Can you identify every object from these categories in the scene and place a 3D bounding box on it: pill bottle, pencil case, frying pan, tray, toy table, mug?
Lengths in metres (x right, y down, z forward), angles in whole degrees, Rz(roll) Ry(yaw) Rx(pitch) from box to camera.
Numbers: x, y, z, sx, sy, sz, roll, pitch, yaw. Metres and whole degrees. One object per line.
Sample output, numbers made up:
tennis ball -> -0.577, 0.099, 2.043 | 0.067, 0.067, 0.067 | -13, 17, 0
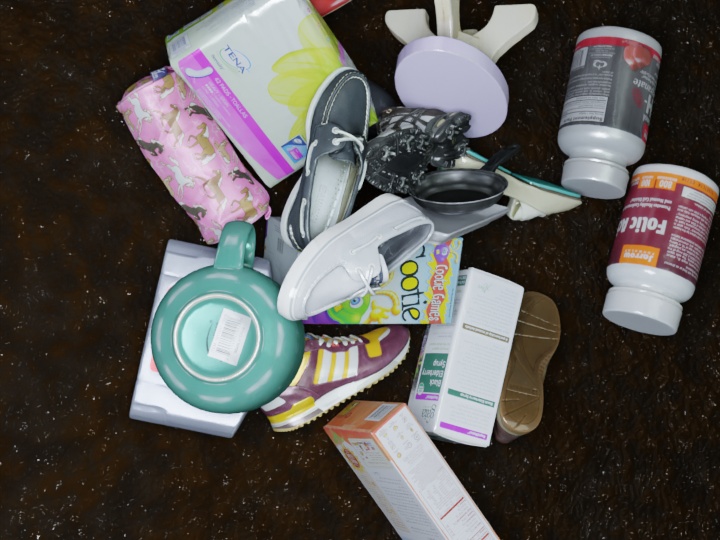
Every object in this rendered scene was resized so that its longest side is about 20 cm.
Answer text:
pill bottle -> 0.312, -0.198, 1.538 | 0.111, 0.111, 0.200 | 16, 80, -23
pill bottle -> 0.382, -0.026, 1.556 | 0.114, 0.114, 0.200 | 22, 77, -22
pencil case -> -0.180, -0.126, 1.323 | 0.200, 0.086, 0.083 | 58, 37, -10
frying pan -> 0.119, -0.105, 1.405 | 0.115, 0.190, 0.031 | 2, 114, 14
tray -> 0.090, -0.060, 1.384 | 0.200, 0.107, 0.022 | -22, 125, -61
toy table -> 0.112, -0.255, 1.427 | 0.184, 0.200, 0.117 | 6, 70, 9
mug -> -0.144, 0.056, 1.235 | 0.152, 0.114, 0.185 | -28, 85, 1

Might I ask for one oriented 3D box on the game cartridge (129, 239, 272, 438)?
game cartridge -> -0.165, 0.075, 1.316 | 0.133, 0.041, 0.200 | 12, 81, -7

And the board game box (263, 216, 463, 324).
board game box -> 0.000, 0.000, 1.371 | 0.200, 0.105, 0.103 | 1, 103, -24

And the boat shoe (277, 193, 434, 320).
boat shoe -> 0.000, -0.006, 1.220 | 0.200, 0.068, 0.072 | -35, 141, -41

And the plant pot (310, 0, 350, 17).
plant pot -> -0.063, -0.377, 1.332 | 0.200, 0.200, 0.183 | -37, 106, -22

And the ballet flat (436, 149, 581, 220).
ballet flat -> 0.180, -0.098, 1.503 | 0.200, 0.069, 0.070 | 20, 78, -20

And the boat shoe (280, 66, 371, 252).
boat shoe -> -0.024, -0.112, 1.249 | 0.076, 0.060, 0.200 | 12, 92, -28

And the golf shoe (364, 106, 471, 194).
golf shoe -> 0.042, -0.142, 1.380 | 0.200, 0.094, 0.078 | -22, 127, -52

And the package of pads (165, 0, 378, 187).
package of pads -> -0.089, -0.205, 1.292 | 0.154, 0.068, 0.200 | -31, 126, 12

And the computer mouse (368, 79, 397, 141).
computer mouse -> -0.046, -0.179, 1.407 | 0.200, 0.046, 0.141 | 22, 77, -22

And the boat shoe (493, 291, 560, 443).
boat shoe -> 0.196, 0.120, 1.487 | 0.072, 0.072, 0.200 | 16, 58, -6

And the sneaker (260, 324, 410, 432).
sneaker -> -0.033, 0.098, 1.377 | 0.200, 0.075, 0.090 | -33, 105, -24

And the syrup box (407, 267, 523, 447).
syrup box -> 0.123, 0.105, 1.445 | 0.081, 0.079, 0.200 | 20, 79, -23

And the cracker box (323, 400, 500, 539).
cracker box -> 0.057, 0.242, 1.375 | 0.058, 0.134, 0.200 | -38, 103, -23
